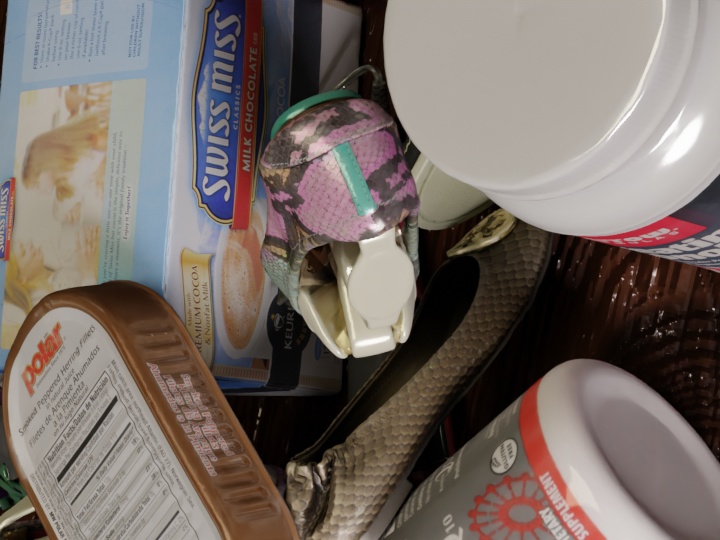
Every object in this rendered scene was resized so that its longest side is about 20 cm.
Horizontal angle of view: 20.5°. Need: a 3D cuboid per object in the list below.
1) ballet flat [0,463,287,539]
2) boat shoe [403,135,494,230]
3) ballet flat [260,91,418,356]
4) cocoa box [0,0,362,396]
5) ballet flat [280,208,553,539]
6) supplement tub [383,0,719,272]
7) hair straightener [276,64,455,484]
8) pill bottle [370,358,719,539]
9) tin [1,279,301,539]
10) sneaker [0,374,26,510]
[{"bbox_3d":[-0.100,0.118,0.936,0.199,0.069,0.072,-15,104,-4],"label":"ballet flat"},{"bbox_3d":[0.071,-0.112,0.894,0.066,0.074,0.200,45,111,37],"label":"boat shoe"},{"bbox_3d":[-0.003,-0.006,0.807,0.069,0.200,0.071,-20,75,-4],"label":"ballet flat"},{"bbox_3d":[-0.093,-0.042,0.980,0.133,0.131,0.201,-1,82,39],"label":"cocoa box"},{"bbox_3d":[0.023,0.041,0.865,0.200,0.046,0.067,-56,12,-24],"label":"ballet flat"},{"bbox_3d":[0.117,-0.077,0.766,0.140,0.200,0.141,-7,79,39],"label":"supplement tub"},{"bbox_3d":[0.000,0.000,0.930,0.041,0.077,0.201,-18,72,54],"label":"hair straightener"},{"bbox_3d":[0.056,0.139,0.838,0.200,0.116,0.116,-44,58,26],"label":"pill bottle"},{"bbox_3d":[-0.092,0.095,0.855,0.112,0.042,0.200,-49,60,32],"label":"tin"},{"bbox_3d":[-0.171,0.107,1.034,0.088,0.075,0.200,-48,31,-20],"label":"sneaker"}]
